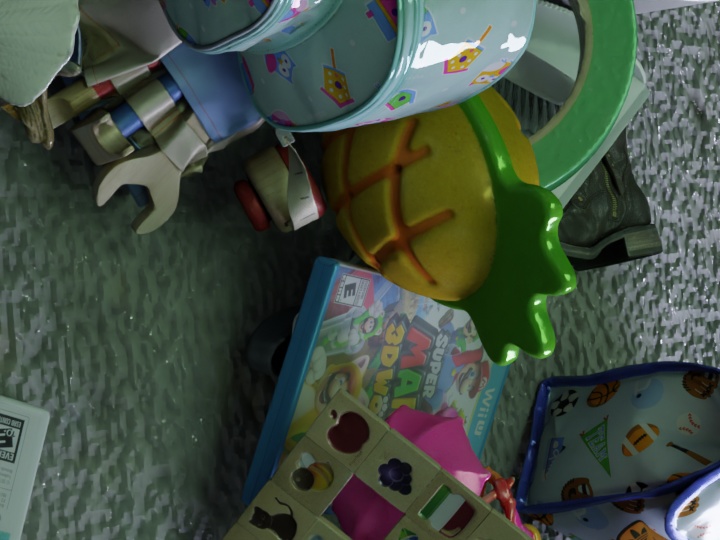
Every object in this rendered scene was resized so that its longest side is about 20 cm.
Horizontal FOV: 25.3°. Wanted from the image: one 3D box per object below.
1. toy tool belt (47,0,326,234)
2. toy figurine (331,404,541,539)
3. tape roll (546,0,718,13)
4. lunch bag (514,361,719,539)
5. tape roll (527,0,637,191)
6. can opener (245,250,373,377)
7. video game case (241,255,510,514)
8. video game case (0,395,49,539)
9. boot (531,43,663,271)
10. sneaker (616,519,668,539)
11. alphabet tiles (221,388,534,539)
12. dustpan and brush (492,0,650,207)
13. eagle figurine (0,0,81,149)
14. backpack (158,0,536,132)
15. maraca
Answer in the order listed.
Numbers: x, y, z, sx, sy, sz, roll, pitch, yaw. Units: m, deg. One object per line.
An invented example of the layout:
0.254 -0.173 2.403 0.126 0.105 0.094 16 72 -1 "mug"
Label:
-0.117 -0.087 0.858 0.123 0.125 0.200 -30 104 -3 "toy tool belt"
0.055 0.155 0.925 0.200 0.150 0.184 -55 135 -54 "toy figurine"
0.191 -0.272 1.058 0.202 0.139 0.203 -1 95 -17 "tape roll"
0.231 0.140 1.045 0.170 0.200 0.124 34 57 -34 "lunch bag"
0.063 -0.135 0.958 0.048 0.200 0.201 27 63 -84 "tape roll"
0.000 0.000 0.972 0.200 0.067 0.053 -47 137 -46 "can opener"
0.020 0.076 0.946 0.200 0.018 0.143 14 94 -52 "video game case"
-0.257 0.129 0.762 0.200 0.024 0.182 23 72 -37 "video game case"
0.128 -0.087 1.079 0.200 0.069 0.174 -5 82 -50 "boot"
0.170 0.214 1.024 0.070 0.200 0.090 -30 74 -21 "sneaker"
-0.001 0.185 0.860 0.167 0.200 0.008 38 22 2 "alphabet tiles"
0.076 -0.140 1.018 0.200 0.057 0.140 33 63 12 "dustpan and brush"
-0.234 -0.098 0.731 0.200 0.152 0.151 -4 130 -34 "eagle figurine"
-0.013 -0.164 0.753 0.153 0.176 0.200 -22 94 -34 "backpack"
0.048 -0.037 0.856 0.107 0.200 0.137 -18 139 -27 "maraca"
